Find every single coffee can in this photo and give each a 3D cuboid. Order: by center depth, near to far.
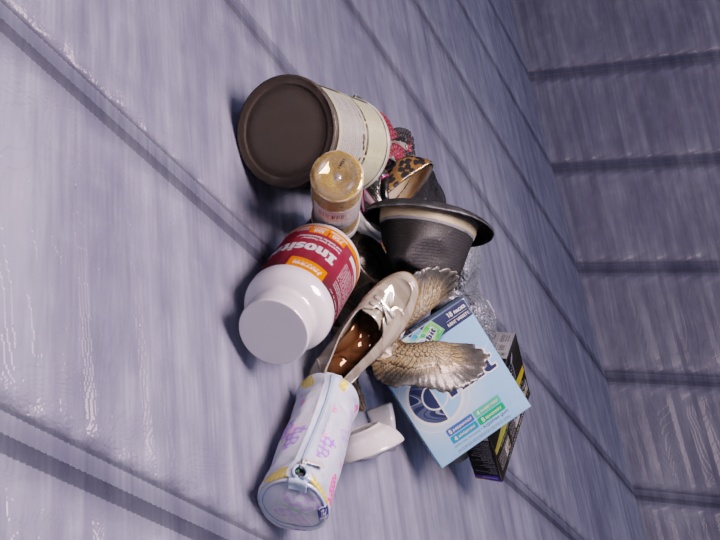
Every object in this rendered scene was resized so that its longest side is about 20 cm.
[{"bbox_3d":[-0.059,-0.184,1.273,0.200,0.146,0.147,-4,77,-67],"label":"coffee can"}]

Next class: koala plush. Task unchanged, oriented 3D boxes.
[{"bbox_3d":[0.155,0.055,1.495,0.200,0.183,0.178,54,24,-14],"label":"koala plush"}]

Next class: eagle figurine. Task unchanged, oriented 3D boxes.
[{"bbox_3d":[0.056,0.095,1.262,0.152,0.199,0.151,51,31,-41],"label":"eagle figurine"}]

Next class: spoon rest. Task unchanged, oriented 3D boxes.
[{"bbox_3d":[0.019,0.230,1.231,0.200,0.099,0.061,-23,92,-78],"label":"spoon rest"}]

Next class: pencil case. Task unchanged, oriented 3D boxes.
[{"bbox_3d":[-0.058,0.207,1.068,0.200,0.083,0.091,-70,158,-58],"label":"pencil case"}]

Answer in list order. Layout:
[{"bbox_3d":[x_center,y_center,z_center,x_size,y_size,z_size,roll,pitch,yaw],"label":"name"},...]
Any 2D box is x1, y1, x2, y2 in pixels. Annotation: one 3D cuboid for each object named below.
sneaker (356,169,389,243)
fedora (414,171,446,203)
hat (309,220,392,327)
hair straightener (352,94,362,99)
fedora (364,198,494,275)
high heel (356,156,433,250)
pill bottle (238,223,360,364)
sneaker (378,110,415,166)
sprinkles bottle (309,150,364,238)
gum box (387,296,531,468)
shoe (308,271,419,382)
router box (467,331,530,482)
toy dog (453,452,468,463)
[{"bbox_3d":[0.001,-0.143,1.426,0.200,0.086,0.080,54,22,-1],"label":"sneaker"},{"bbox_3d":[0.099,-0.132,1.668,0.201,0.091,0.201,48,32,-44],"label":"fedora"},{"bbox_3d":[0.000,0.000,1.359,0.201,0.081,0.201,50,30,-43],"label":"hat"},{"bbox_3d":[-0.036,-0.263,1.491,0.041,0.077,0.200,43,20,21],"label":"hair straightener"},{"bbox_3d":[0.095,-0.034,1.313,0.200,0.200,0.092,28,67,-59],"label":"fedora"},{"bbox_3d":[0.059,-0.095,1.485,0.071,0.142,0.201,43,36,-49],"label":"high heel"},{"bbox_3d":[-0.075,0.028,1.123,0.113,0.112,0.200,64,23,-18],"label":"pill bottle"},{"bbox_3d":[0.025,-0.214,1.554,0.200,0.074,0.081,19,65,-61],"label":"sneaker"},{"bbox_3d":[-0.031,-0.092,1.186,0.200,0.068,0.069,101,-24,-77],"label":"sprinkles bottle"},{"bbox_3d":[0.137,0.170,1.392,0.201,0.169,0.045,58,-6,-5],"label":"gum box"},{"bbox_3d":[0.009,0.084,1.184,0.070,0.200,0.053,39,-5,0],"label":"shoe"},{"bbox_3d":[0.230,0.229,1.546,0.200,0.052,0.158,-61,143,-41],"label":"router box"},{"bbox_3d":[0.158,0.221,1.533,0.200,0.096,0.132,56,34,-31],"label":"toy dog"}]
